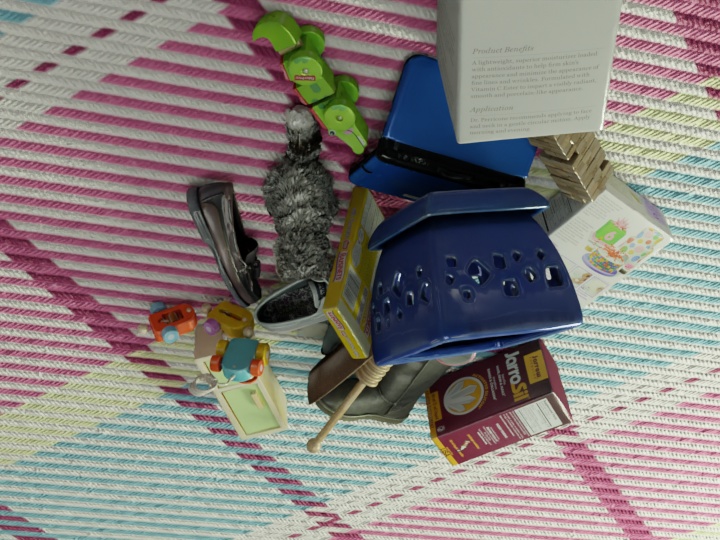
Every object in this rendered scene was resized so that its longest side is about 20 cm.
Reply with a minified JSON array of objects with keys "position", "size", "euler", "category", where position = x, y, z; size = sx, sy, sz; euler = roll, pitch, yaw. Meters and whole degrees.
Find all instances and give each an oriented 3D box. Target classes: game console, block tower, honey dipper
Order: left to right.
[{"position":[-0.022,0.192,1.612],"size":[0.038,0.038,0.200],"euler":[24,118,-27],"category":"honey dipper"},{"position":[0.108,-0.159,1.378],"size":[0.199,0.119,0.171],"euler":[14,163,-19],"category":"game console"},{"position":[0.243,-0.159,1.339],"size":[0.058,0.054,0.200],"euler":[-57,138,-11],"category":"block tower"}]

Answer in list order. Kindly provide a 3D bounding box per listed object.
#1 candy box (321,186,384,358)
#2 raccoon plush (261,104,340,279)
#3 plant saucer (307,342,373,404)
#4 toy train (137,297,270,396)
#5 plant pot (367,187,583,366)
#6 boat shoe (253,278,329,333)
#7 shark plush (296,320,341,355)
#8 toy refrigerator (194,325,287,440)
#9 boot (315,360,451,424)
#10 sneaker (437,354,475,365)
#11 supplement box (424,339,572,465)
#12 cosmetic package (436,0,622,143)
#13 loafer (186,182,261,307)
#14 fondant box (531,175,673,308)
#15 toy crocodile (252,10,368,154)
[{"position":[0.000,0.000,1.397],"size":[0.026,0.201,0.102],"euler":[-5,138,22],"category":"candy box"},{"position":[-0.081,-0.080,1.351],"size":[0.096,0.134,0.201],"euler":[-11,135,6],"category":"raccoon plush"},{"position":[-0.006,0.107,1.537],"size":[0.200,0.200,0.037],"euler":[-40,91,29],"category":"plant saucer"},{"position":[-0.205,0.106,1.502],"size":[0.150,0.200,0.056],"euler":[-22,132,-18],"category":"toy train"},{"position":[0.125,0.005,1.341],"size":[0.199,0.181,0.200],"euler":[-4,169,-25],"category":"plant pot"},{"position":[-0.051,0.034,1.487],"size":[0.200,0.070,0.071],"euler":[-23,171,13],"category":"boat shoe"},{"position":[-0.016,0.036,1.528],"size":[0.200,0.091,0.083],"euler":[-37,97,33],"category":"shark plush"},{"position":[-0.173,0.162,1.629],"size":[0.076,0.070,0.200],"euler":[-13,134,7],"category":"toy refrigerator"},{"position":[0.048,0.145,1.636],"size":[0.181,0.073,0.200],"euler":[7,141,-30],"category":"boot"},{"position":[0.116,0.026,1.525],"size":[0.079,0.095,0.201],"euler":[-5,112,19],"category":"sneaker"},{"position":[0.204,0.199,1.678],"size":[0.199,0.111,0.086],"euler":[-24,132,16],"category":"supplement box"},{"position":[0.170,-0.266,1.174],"size":[0.164,0.166,0.201],"euler":[-5,136,-3],"category":"cosmetic package"},{"position":[-0.160,-0.031,1.441],"size":[0.063,0.072,0.200],"euler":[-18,131,6],"category":"loafer"},{"position":[0.294,-0.033,1.496],"size":[0.144,0.058,0.200],"euler":[29,126,-30],"category":"fondant box"},{"position":[-0.050,-0.213,1.273],"size":[0.062,0.068,0.200],"euler":[-21,131,22],"category":"toy crocodile"}]
